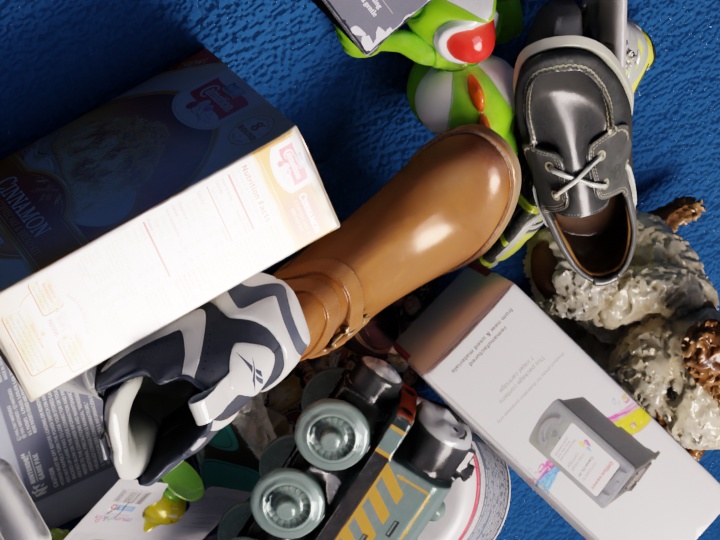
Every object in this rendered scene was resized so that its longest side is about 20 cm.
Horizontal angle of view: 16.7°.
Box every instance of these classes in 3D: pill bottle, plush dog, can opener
[{"bbox_3d":[0.038,0.147,1.658,0.120,0.120,0.200,-45,165,6],"label":"pill bottle"},{"bbox_3d":[0.205,0.047,1.664,0.160,0.172,0.200,-26,157,-18],"label":"plush dog"},{"bbox_3d":[0.141,-0.191,1.493,0.066,0.053,0.201,-4,107,-24],"label":"can opener"}]

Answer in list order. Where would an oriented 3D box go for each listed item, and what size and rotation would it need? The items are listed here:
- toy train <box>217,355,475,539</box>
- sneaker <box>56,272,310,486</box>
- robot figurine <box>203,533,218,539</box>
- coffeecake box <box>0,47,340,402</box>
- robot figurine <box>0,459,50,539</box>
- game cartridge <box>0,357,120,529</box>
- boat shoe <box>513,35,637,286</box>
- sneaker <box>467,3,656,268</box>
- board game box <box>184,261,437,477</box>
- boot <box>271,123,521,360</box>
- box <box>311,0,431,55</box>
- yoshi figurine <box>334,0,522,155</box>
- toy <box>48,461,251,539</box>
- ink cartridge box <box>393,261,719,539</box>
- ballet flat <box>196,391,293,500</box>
[{"bbox_3d":[-0.014,0.151,1.518,0.114,0.085,0.200,31,105,-7],"label":"toy train"},{"bbox_3d":[-0.137,0.064,1.396,0.130,0.198,0.080,-50,131,-47],"label":"sneaker"},{"bbox_3d":[-0.057,0.245,1.639,0.113,0.170,0.200,-53,164,31],"label":"robot figurine"},{"bbox_3d":[-0.135,-0.031,1.398,0.200,0.154,0.073,-30,120,-11],"label":"coffeecake box"},{"bbox_3d":[-0.278,0.192,1.492,0.200,0.113,0.169,-38,163,30],"label":"robot figurine"},{"bbox_3d":[-0.204,0.082,1.540,0.133,0.042,0.200,-21,134,-13],"label":"game cartridge"},{"bbox_3d":[0.136,-0.067,1.489,0.072,0.068,0.200,-9,144,6],"label":"boat shoe"},{"bbox_3d":[0.129,-0.079,1.609,0.076,0.075,0.200,7,125,-46],"label":"sneaker"},{"bbox_3d":[-0.040,0.056,1.631,0.200,0.035,0.136,-29,136,-11],"label":"board game box"},{"bbox_3d":[0.000,0.000,1.462,0.200,0.074,0.155,-44,173,36],"label":"boot"},{"bbox_3d":[0.003,-0.256,1.317,0.182,0.104,0.200,-39,121,1],"label":"box"},{"bbox_3d":[0.051,-0.150,1.500,0.112,0.112,0.201,-53,139,-50],"label":"yoshi figurine"},{"bbox_3d":[-0.175,0.183,1.583,0.115,0.047,0.200,11,135,-47],"label":"toy"},{"bbox_3d":[0.124,0.095,1.560,0.200,0.148,0.086,43,88,-10],"label":"ink cartridge box"},{"bbox_3d":[-0.072,0.101,1.578,0.072,0.072,0.200,-29,138,-11],"label":"ballet flat"}]
